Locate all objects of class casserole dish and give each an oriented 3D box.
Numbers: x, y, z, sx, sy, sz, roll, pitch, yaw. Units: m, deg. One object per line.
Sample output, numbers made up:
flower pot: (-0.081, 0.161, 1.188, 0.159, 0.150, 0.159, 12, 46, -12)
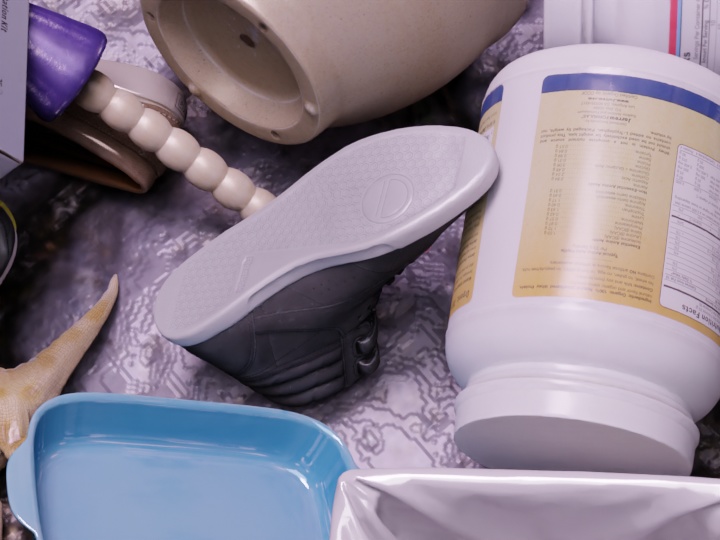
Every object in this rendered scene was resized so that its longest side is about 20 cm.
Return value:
casserole dish: (-0.086, 0.124, 1.352, 0.199, 0.039, 0.122, 6, 49, -22)

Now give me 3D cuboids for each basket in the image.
basket: (0.089, 0.171, 1.249, 0.199, 0.123, 0.136, 2, 75, 9)

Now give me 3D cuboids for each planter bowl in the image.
planter bowl: (-0.031, -0.153, 1.394, 0.200, 0.200, 0.135, 34, 64, 15)

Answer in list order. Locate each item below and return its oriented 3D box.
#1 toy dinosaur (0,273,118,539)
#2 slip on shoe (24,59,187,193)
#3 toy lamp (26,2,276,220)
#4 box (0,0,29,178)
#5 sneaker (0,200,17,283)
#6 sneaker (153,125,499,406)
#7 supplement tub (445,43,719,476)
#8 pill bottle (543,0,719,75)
toy dinosaur: (-0.182, 0.084, 1.403, 0.200, 0.058, 0.101, -41, 71, -11)
slip on shoe: (-0.197, -0.089, 1.463, 0.199, 0.076, 0.061, 15, 64, 1)
toy lamp: (-0.106, -0.072, 1.407, 0.200, 0.058, 0.058, 33, 72, -16)
box: (-0.248, -0.073, 1.377, 0.200, 0.041, 0.156, -33, 43, 31)
sneaker: (-0.251, 0.036, 1.384, 0.074, 0.085, 0.200, 37, 80, -9)
sneaker: (0.000, 0.000, 1.385, 0.200, 0.099, 0.071, -30, 46, 17)
supplement tub: (0.121, 0.001, 1.367, 0.144, 0.144, 0.201, 7, 70, 7)
pill bottle: (0.198, -0.152, 1.438, 0.199, 0.109, 0.109, 1, 69, 4)
